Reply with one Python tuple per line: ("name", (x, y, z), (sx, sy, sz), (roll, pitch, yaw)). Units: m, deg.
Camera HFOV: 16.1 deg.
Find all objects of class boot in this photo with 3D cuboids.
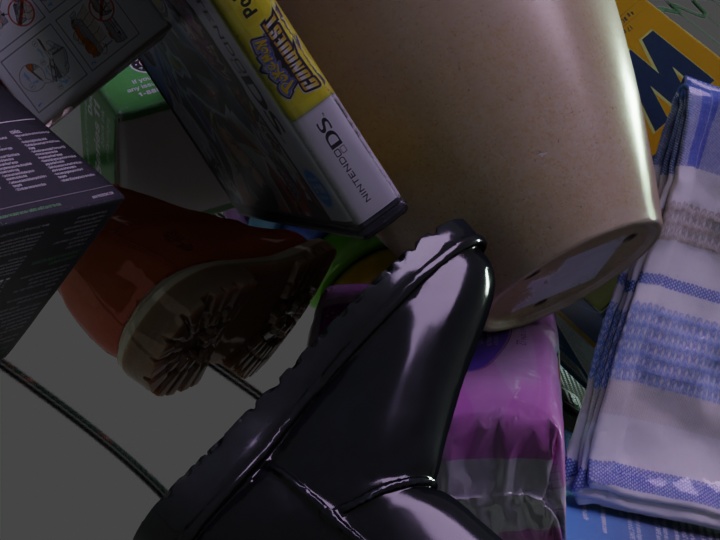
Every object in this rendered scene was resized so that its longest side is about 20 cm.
("boot", (-0.082, -0.005, 1.170), (0.107, 0.075, 0.200), (36, 13, 17))
("boot", (0.033, 0.098, 0.990), (0.168, 0.200, 0.076), (41, -27, 8))

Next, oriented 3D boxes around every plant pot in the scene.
("plant pot", (0.047, -0.082, 1.131), (0.201, 0.187, 0.187), (61, 22, 16))

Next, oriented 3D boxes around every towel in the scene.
("towel", (0.180, 0.024, 1.173), (0.146, 0.201, 0.024), (15, 2, -22))

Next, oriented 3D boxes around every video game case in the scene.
("video game case", (-0.067, -0.098, 1.085), (0.181, 0.025, 0.200), (57, -13, -13))

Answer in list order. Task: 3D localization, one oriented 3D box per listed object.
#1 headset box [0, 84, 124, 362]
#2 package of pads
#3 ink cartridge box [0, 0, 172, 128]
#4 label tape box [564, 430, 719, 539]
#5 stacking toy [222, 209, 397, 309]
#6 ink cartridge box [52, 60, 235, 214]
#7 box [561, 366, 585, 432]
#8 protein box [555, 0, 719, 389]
("headset box", (-0.216, -0.051, 0.949), (0.200, 0.093, 0.174), (42, 17, 8))
("package of pads", (0.031, 0.066, 1.139), (0.120, 0.076, 0.200), (-1, 18, 3))
("ink cartridge box", (-0.201, -0.140, 1.095), (0.200, 0.084, 0.175), (53, -29, -9))
("label tape box", (0.154, 0.150, 1.193), (0.199, 0.066, 0.143), (22, 18, -5))
("stacking toy", (0.000, 0.000, 1.335), (0.200, 0.085, 0.085), (53, 20, 22))
("ink cartridge box", (-0.095, -0.122, 1.305), (0.146, 0.083, 0.200), (-18, 45, -20))
("box", (0.152, 0.089, 1.472), (0.193, 0.048, 0.200), (30, 18, -18))
("protein box", (0.138, -0.027, 1.311), (0.199, 0.135, 0.200), (45, -7, 38))
